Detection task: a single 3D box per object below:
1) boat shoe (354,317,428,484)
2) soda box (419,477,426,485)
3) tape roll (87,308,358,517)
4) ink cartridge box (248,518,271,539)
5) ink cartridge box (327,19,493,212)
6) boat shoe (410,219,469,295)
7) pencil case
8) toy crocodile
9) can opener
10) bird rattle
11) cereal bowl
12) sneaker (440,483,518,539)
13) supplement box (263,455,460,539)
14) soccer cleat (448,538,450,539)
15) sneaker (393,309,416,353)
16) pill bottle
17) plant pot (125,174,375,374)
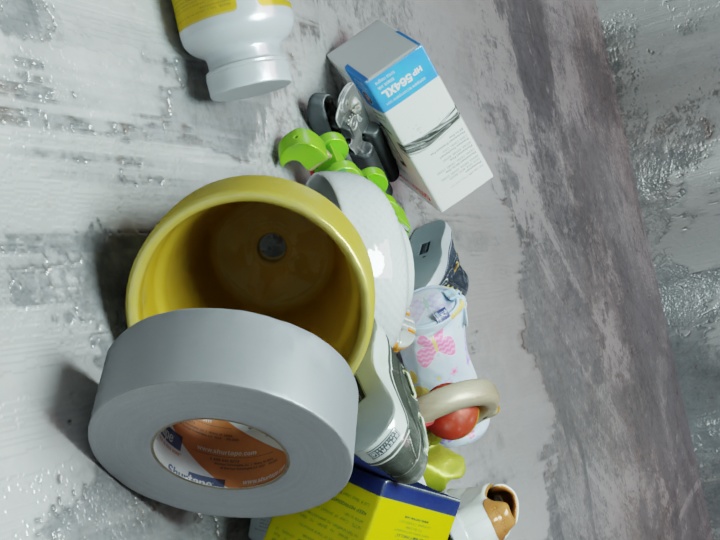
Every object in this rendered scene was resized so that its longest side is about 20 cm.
[{"bbox_3d":[0.012,0.108,1.083,0.064,0.071,0.200,45,14,-27],"label":"boat shoe"},{"bbox_3d":[0.070,0.310,1.336,0.068,0.063,0.201,72,-3,-63],"label":"soda box"},{"bbox_3d":[-0.102,0.113,0.971,0.200,0.199,0.066,53,34,-43],"label":"tape roll"},{"bbox_3d":[-0.039,0.209,1.236,0.196,0.043,0.201,17,84,-63],"label":"ink cartridge box"},{"bbox_3d":[0.060,-0.186,1.547,0.200,0.084,0.146,58,-6,-29],"label":"ink cartridge box"},{"bbox_3d":[0.096,0.017,1.626,0.091,0.071,0.200,63,25,-21],"label":"boat shoe"},{"bbox_3d":[0.098,0.115,1.531,0.090,0.083,0.201,-30,124,-24],"label":"pencil case"},{"bbox_3d":[-0.012,-0.092,1.411,0.200,0.062,0.068,37,22,-44],"label":"toy crocodile"},{"bbox_3d":[-0.009,-0.152,1.509,0.200,0.067,0.054,61,45,-60],"label":"can opener"},{"bbox_3d":[0.073,0.159,1.413,0.113,0.162,0.200,67,7,31],"label":"bird rattle"},{"bbox_3d":[0.000,0.000,1.271,0.200,0.083,0.201,175,-90,-73],"label":"cereal bowl"},{"bbox_3d":[0.131,0.267,1.383,0.073,0.084,0.200,63,-2,0],"label":"sneaker"},{"bbox_3d":[-0.017,0.262,1.077,0.109,0.109,0.201,25,85,-46],"label":"supplement box"},{"bbox_3d":[0.065,0.346,1.396,0.084,0.064,0.201,34,48,-58],"label":"soccer cleat"},{"bbox_3d":[-0.005,0.021,1.407,0.078,0.077,0.201,15,41,-32],"label":"sneaker"},{"bbox_3d":[-0.127,-0.270,1.224,0.112,0.111,0.201,-12,89,-67],"label":"pill bottle"},{"bbox_3d":[-0.085,0.005,1.100,0.189,0.200,0.202,-83,154,-71],"label":"plant pot"}]
